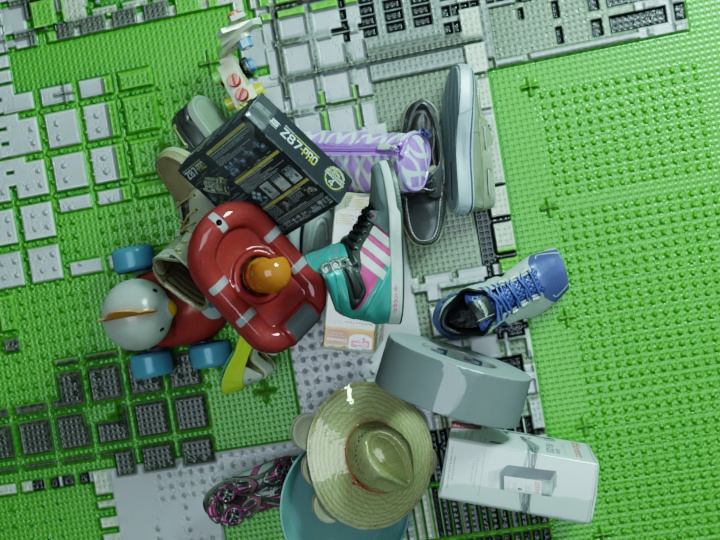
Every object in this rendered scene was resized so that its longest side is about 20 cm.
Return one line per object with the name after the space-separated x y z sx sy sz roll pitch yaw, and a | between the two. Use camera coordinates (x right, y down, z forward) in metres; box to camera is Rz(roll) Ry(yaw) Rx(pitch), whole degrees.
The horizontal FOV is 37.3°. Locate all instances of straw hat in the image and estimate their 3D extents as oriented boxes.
0.028 0.249 1.414 0.198 0.085 0.205 2 85 -23 | straw hat

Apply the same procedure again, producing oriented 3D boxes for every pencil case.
-0.001 -0.147 1.424 0.197 0.085 0.085 3 80 34 | pencil case

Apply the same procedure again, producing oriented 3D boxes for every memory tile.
0.006 0.241 1.461 0.198 0.017 0.156 -19 94 -23 | memory tile

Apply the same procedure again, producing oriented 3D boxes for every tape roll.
0.121 0.142 1.396 0.197 0.200 0.067 17 93 6 | tape roll

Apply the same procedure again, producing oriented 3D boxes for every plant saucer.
-0.024 0.321 1.471 0.197 0.036 0.204 2 85 -24 | plant saucer

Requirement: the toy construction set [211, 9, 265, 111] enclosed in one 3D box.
-0.159 -0.247 1.452 0.091 0.131 0.204 -10 91 7 | toy construction set

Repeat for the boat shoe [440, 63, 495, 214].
0.149 -0.179 1.455 0.061 0.072 0.204 -3 96 -17 | boat shoe

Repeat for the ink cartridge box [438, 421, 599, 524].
0.209 0.266 1.417 0.197 0.146 0.086 10 92 7 | ink cartridge box

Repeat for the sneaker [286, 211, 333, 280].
-0.096 0.002 1.492 0.080 0.076 0.203 19 100 30 | sneaker

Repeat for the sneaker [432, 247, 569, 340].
0.188 0.044 1.426 0.197 0.115 0.082 -25 90 8 | sneaker

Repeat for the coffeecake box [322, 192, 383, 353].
0.000 0.000 1.429 0.072 0.154 0.204 6 93 5 | coffeecake box

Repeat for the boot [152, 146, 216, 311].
-0.232 -0.058 1.424 0.072 0.155 0.201 -32 100 40 | boot

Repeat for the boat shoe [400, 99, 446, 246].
0.082 -0.134 1.458 0.071 0.065 0.204 1 93 7 | boat shoe

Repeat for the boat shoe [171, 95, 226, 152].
-0.191 -0.144 1.495 0.060 0.072 0.203 -30 94 31 | boat shoe

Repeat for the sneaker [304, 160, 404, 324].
-0.010 -0.032 1.313 0.119 0.084 0.204 -2 94 -6 | sneaker

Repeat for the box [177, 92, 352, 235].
-0.126 -0.120 1.361 0.161 0.199 0.049 41 56 -17 | box

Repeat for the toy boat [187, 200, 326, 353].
-0.124 0.004 1.331 0.131 0.130 0.200 -45 100 -19 | toy boat

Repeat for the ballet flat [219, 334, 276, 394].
-0.142 0.108 1.463 0.067 0.067 0.202 33 123 18 | ballet flat

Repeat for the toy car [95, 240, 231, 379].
-0.276 0.055 1.446 0.174 0.200 0.188 -9 92 8 | toy car

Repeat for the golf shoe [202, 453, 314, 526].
-0.125 0.300 1.500 0.197 0.092 0.074 -11 90 -15 | golf shoe
